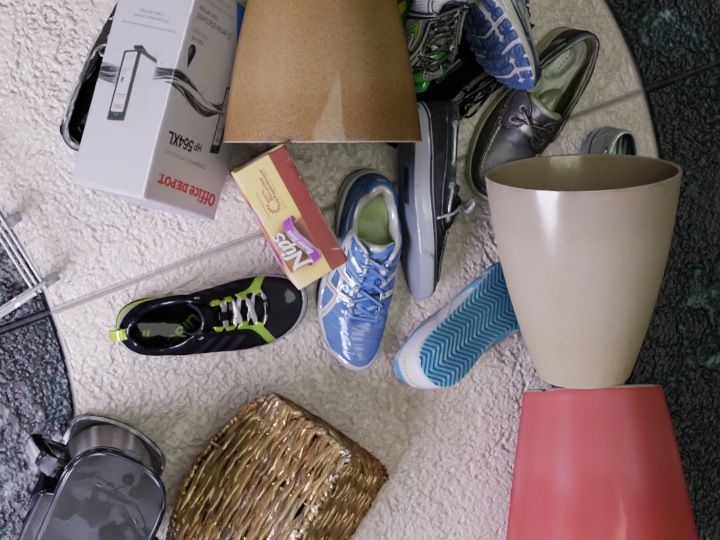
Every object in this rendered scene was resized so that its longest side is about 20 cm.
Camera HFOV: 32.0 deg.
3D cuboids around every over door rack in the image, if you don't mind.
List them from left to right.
[{"bbox_3d":[-0.400,0.002,1.159,0.199,0.066,0.149,-37,100,-29],"label":"over door rack"}]

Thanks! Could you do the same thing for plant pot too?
[{"bbox_3d":[-0.035,-0.218,1.150,0.183,0.186,0.204,-1,95,-12],"label":"plant pot"},{"bbox_3d":[0.213,0.003,1.209,0.184,0.187,0.203,-5,105,-11],"label":"plant pot"},{"bbox_3d":[0.237,0.207,1.258,0.197,0.200,0.181,-1,82,-12],"label":"plant pot"}]

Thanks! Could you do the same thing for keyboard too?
[{"bbox_3d":[0.090,-0.197,1.286,0.199,0.040,0.104,-41,76,-6],"label":"keyboard"}]

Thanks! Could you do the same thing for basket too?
[{"bbox_3d":[-0.090,0.235,1.245,0.142,0.149,0.202,31,85,22],"label":"basket"}]

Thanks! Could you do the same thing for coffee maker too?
[{"bbox_3d":[-0.244,0.243,1.143,0.132,0.200,0.196,3,92,-11],"label":"coffee maker"}]

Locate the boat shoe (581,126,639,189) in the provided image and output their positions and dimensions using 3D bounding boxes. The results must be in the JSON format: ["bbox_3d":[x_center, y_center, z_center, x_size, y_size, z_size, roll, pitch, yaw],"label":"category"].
[{"bbox_3d":[0.259,-0.048,1.303,0.072,0.067,0.204,-6,94,-11],"label":"boat shoe"}]

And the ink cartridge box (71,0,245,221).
[{"bbox_3d":[-0.173,-0.158,1.160,0.083,0.146,0.203,14,89,21],"label":"ink cartridge box"}]

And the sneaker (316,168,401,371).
[{"bbox_3d":[0.000,0.000,1.246,0.074,0.077,0.204,2,93,-13],"label":"sneaker"}]

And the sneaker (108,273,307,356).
[{"bbox_3d":[-0.143,0.052,1.215,0.197,0.083,0.073,-12,95,-11],"label":"sneaker"}]

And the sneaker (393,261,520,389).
[{"bbox_3d":[0.114,0.049,1.276,0.199,0.080,0.077,-33,97,-28],"label":"sneaker"}]

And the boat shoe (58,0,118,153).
[{"bbox_3d":[-0.223,-0.201,1.197,0.070,0.064,0.202,27,86,-11],"label":"boat shoe"}]

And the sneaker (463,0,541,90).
[{"bbox_3d":[0.140,-0.275,1.219,0.085,0.077,0.202,-36,112,-25],"label":"sneaker"}]

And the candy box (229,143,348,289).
[{"bbox_3d":[-0.071,-0.054,1.166,0.056,0.200,0.118,-30,98,-5],"label":"candy box"}]

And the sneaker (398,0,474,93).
[{"bbox_3d":[0.074,-0.228,1.179,0.077,0.200,0.087,-7,76,-14],"label":"sneaker"}]

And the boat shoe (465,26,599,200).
[{"bbox_3d":[0.177,-0.164,1.281,0.071,0.066,0.202,34,85,-11],"label":"boat shoe"}]

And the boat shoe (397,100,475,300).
[{"bbox_3d":[0.075,-0.070,1.251,0.067,0.074,0.203,-8,105,-17],"label":"boat shoe"}]
